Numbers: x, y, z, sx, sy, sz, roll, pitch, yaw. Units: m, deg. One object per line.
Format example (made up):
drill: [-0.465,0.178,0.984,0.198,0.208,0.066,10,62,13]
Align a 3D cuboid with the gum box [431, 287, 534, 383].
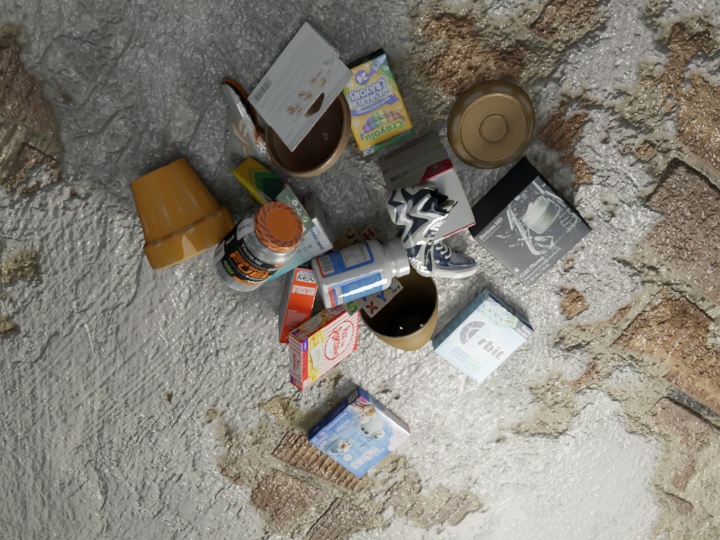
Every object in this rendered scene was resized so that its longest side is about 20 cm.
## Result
gum box: [0.306,0.167,1.906,0.169,0.045,0.200,35,110,-22]

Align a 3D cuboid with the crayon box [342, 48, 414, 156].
crayon box: [0.028,-0.343,1.596,0.124,0.052,0.202,-22,119,6]

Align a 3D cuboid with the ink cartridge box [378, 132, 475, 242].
ink cartridge box: [0.138,-0.172,1.617,0.144,0.201,0.146,-24,121,8]

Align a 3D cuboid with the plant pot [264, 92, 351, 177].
plant pot: [-0.093,-0.286,1.565,0.201,0.202,0.092,-44,154,17]

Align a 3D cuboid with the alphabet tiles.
alphabet tiles: [0.000,0.000,1.713,0.166,0.201,0.006,-42,158,5]

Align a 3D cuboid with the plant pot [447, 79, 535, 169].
plant pot: [0.288,-0.311,1.656,0.197,0.028,0.203,-2,119,-4]

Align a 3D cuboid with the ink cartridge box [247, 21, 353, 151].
ink cartridge box: [-0.113,-0.361,1.509,0.200,0.174,0.043,-47,155,17]

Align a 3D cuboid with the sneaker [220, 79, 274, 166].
sneaker: [-0.255,-0.295,1.581,0.091,0.076,0.202,-19,118,10]

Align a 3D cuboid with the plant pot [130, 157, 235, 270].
plant pot: [-0.387,-0.128,1.599,0.198,0.200,0.185,-22,103,6]

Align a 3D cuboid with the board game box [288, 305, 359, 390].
board game box: [-0.084,0.166,1.781,0.199,0.046,0.153,-34,141,-38]

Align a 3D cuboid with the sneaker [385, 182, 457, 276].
sneaker: [0.143,-0.087,1.503,0.128,0.080,0.201,-19,111,16]

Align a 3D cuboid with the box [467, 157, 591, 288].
box: [0.375,-0.107,1.723,0.196,0.124,0.200,39,108,-21]

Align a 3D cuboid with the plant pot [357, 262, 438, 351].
plant pot: [0.104,0.107,1.775,0.184,0.188,0.200,-19,151,5]

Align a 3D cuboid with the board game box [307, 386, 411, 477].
board game box: [-0.003,0.433,2.016,0.200,0.044,0.199,-43,116,16]

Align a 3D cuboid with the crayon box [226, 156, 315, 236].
crayon box: [-0.188,-0.157,1.578,0.051,0.199,0.127,-43,136,-10]

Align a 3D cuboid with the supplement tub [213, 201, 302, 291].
supplement tub: [-0.199,-0.048,1.485,0.122,0.124,0.200,28,144,-19]

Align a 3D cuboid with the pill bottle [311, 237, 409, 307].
pill bottle: [0.001,-0.001,1.635,0.197,0.113,0.114,-17,119,-6]

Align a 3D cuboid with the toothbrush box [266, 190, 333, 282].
toothbrush box: [-0.166,-0.070,1.668,0.198,0.147,0.086,-26,118,9]

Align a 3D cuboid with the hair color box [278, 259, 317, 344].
hair color box: [-0.143,0.058,1.760,0.063,0.111,0.202,8,118,-11]

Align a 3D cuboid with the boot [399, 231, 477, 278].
boot: [0.181,-0.041,1.762,0.197,0.073,0.091,3,124,-7]
